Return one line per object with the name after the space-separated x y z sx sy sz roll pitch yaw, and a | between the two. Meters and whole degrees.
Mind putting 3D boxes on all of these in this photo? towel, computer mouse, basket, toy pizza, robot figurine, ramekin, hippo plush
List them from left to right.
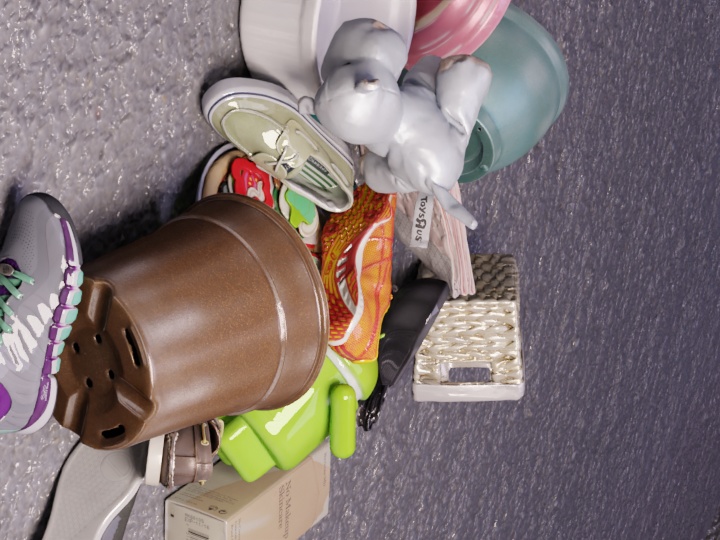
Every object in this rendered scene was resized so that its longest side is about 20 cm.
-0.085 -0.030 1.546 0.200 0.032 0.202 31 51 -47 | toy pizza
-0.066 0.119 1.619 0.200 0.175 0.116 -42 124 -14 | robot figurine
-0.033 -0.250 1.562 0.200 0.097 0.202 -35 132 -52 | ramekin
0.014 -0.140 1.490 0.160 0.159 0.202 26 61 -31 | hippo plush
0.038 0.074 1.739 0.139 0.052 0.201 -59 177 -40 | computer mouse
0.051 -0.089 1.718 0.032 0.200 0.192 -27 136 -14 | towel
0.128 0.064 1.923 0.200 0.134 0.125 -76 164 -72 | basket

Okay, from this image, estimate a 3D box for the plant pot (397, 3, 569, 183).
0.113 -0.182 1.748 0.201 0.199 0.135 76 33 -42 | plant pot

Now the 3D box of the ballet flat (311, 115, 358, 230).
-0.036 -0.087 1.660 0.201 0.063 0.067 61 38 -14 | ballet flat

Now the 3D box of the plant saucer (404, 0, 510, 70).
0.081 -0.307 1.667 0.051 0.200 0.202 22 82 -39 | plant saucer

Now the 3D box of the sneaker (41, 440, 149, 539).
-0.236 0.229 1.446 0.099 0.070 0.201 79 28 -62 | sneaker

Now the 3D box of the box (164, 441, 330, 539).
-0.114 0.245 1.664 0.200 0.077 0.096 -33 131 -53 | box

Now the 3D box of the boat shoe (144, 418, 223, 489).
-0.157 0.156 1.477 0.200 0.059 0.073 -96 -168 -85 | boat shoe

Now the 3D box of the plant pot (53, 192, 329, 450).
-0.163 0.054 1.373 0.198 0.199 0.202 -23 123 -49 | plant pot

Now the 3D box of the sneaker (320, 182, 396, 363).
0.000 0.000 1.594 0.077 0.072 0.202 47 48 -46 | sneaker

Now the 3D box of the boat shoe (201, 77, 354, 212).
-0.069 -0.119 1.530 0.199 0.072 0.062 27 35 -44 | boat shoe

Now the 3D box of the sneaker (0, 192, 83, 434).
-0.276 0.040 1.265 0.087 0.074 0.202 -11 113 -55 | sneaker

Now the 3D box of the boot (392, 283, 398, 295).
-0.023 0.089 1.770 0.205 0.073 0.154 -60 165 1 | boot
